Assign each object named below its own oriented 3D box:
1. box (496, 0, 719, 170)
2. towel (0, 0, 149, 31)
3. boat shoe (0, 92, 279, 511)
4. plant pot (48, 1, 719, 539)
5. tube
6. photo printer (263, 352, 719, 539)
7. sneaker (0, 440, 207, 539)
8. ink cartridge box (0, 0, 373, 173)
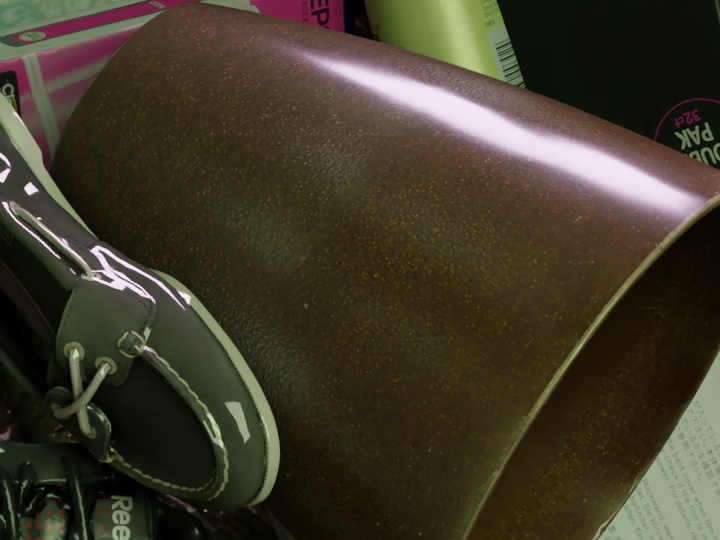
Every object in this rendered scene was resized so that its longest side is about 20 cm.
[{"bbox_3d":[0.104,-0.139,1.088,0.124,0.148,0.200,-25,106,-43],"label":"box"},{"bbox_3d":[-0.152,-0.142,1.002,0.200,0.171,0.048,-6,36,-28],"label":"towel"},{"bbox_3d":[-0.104,0.011,0.924,0.057,0.067,0.200,-17,50,-38],"label":"boat shoe"},{"bbox_3d":[0.000,0.000,0.960,0.200,0.187,0.187,34,57,18],"label":"plant pot"},{"bbox_3d":[0.014,-0.130,1.053,0.052,0.058,0.200,-24,100,-47],"label":"tube"},{"bbox_3d":[0.076,0.097,1.082,0.200,0.069,0.167,-23,85,-31],"label":"photo printer"},{"bbox_3d":[-0.121,0.082,0.926,0.200,0.098,0.071,26,64,-53],"label":"sneaker"},{"bbox_3d":[-0.057,-0.056,1.060,0.200,0.037,0.095,-19,118,-32],"label":"ink cartridge box"}]
